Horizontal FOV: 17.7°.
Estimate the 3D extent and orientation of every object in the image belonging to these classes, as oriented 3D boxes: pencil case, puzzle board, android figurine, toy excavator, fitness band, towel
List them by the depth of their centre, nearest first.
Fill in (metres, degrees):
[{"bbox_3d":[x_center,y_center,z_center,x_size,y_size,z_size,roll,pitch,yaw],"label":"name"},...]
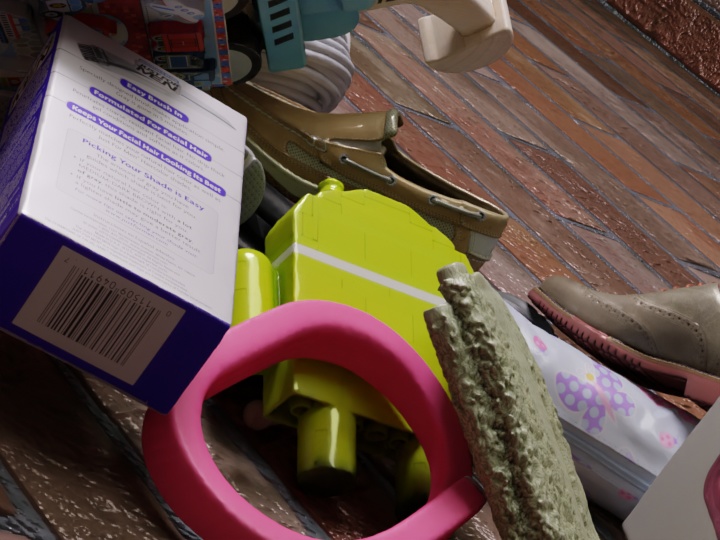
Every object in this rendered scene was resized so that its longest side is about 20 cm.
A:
[{"bbox_3d":[-0.018,0.084,1.099,0.144,0.037,0.200,49,34,11],"label":"fitness band"},{"bbox_3d":[0.083,0.095,1.159,0.148,0.036,0.201,13,58,-78],"label":"towel"},{"bbox_3d":[-0.145,-0.123,1.194,0.150,0.017,0.200,-3,-13,-2],"label":"puzzle board"},{"bbox_3d":[0.005,0.037,1.228,0.182,0.041,0.201,19,49,-28],"label":"android figurine"},{"bbox_3d":[-0.011,-0.170,1.354,0.195,0.199,0.100,81,0,-60],"label":"toy excavator"},{"bbox_3d":[0.135,0.093,1.398,0.200,0.083,0.091,30,1,-15],"label":"pencil case"}]

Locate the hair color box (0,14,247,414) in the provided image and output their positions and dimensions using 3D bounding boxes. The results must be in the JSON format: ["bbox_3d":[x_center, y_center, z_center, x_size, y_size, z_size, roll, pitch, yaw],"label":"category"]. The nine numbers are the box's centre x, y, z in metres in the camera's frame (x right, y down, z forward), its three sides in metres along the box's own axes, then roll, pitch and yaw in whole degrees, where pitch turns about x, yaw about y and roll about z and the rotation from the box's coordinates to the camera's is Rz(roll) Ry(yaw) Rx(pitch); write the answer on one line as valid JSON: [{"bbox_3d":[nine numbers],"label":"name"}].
[{"bbox_3d":[-0.117,-0.031,1.084,0.109,0.065,0.200,29,28,-17],"label":"hair color box"}]

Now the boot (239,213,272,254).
[{"bbox_3d":[-0.044,-0.014,1.400,0.162,0.073,0.198,29,22,-4],"label":"boot"}]

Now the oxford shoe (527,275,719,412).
[{"bbox_3d":[0.195,0.038,1.428,0.200,0.075,0.070,26,-5,32],"label":"oxford shoe"}]

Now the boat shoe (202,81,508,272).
[{"bbox_3d":[-0.001,-0.069,1.384,0.200,0.076,0.072,33,22,-8],"label":"boat shoe"}]

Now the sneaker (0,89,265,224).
[{"bbox_3d":[-0.157,-0.062,1.281,0.200,0.071,0.080,9,15,-17],"label":"sneaker"}]

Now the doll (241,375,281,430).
[{"bbox_3d":[-0.062,0.034,1.244,0.200,0.049,0.137,23,30,-25],"label":"doll"}]

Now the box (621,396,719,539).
[{"bbox_3d":[0.246,0.179,1.283,0.128,0.109,0.200,27,20,-20],"label":"box"}]

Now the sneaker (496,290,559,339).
[{"bbox_3d":[0.046,0.034,1.475,0.200,0.073,0.082,39,41,17],"label":"sneaker"}]

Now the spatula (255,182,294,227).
[{"bbox_3d":[0.000,0.000,1.314,0.200,0.021,0.057,35,45,13],"label":"spatula"}]

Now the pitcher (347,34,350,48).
[{"bbox_3d":[-0.121,-0.180,1.713,0.200,0.122,0.171,-2,26,-46],"label":"pitcher"}]

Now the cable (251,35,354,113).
[{"bbox_3d":[-0.103,-0.136,1.481,0.199,0.070,0.200,4,-12,-17],"label":"cable"}]
